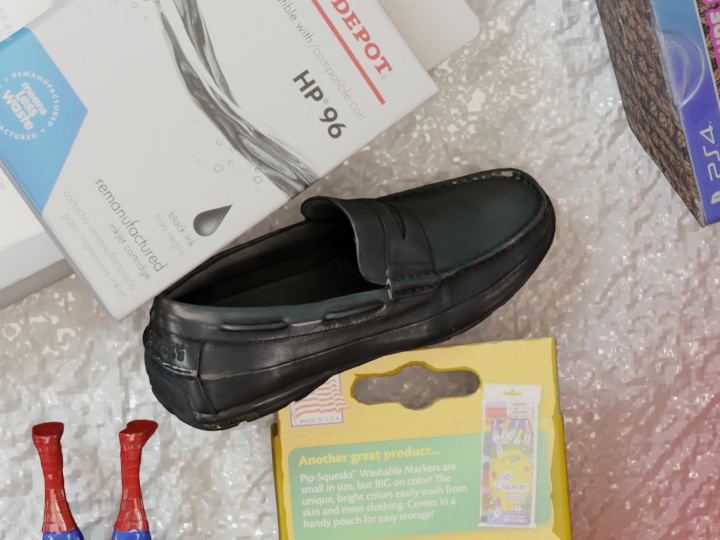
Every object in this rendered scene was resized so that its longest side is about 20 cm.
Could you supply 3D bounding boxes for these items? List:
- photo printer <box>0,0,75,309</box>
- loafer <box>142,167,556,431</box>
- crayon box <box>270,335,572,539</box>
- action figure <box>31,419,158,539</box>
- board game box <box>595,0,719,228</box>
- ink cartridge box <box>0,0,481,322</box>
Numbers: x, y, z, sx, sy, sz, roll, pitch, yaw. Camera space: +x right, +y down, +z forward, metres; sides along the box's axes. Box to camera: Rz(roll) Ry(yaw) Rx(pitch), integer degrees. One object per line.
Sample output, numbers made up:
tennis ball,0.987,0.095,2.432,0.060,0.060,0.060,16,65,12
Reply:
photo printer,-0.200,-0.051,1.102,0.200,0.069,0.166,-27,95,-3
loafer,0.000,0.000,1.092,0.201,0.068,0.070,-25,136,-26
crayon box,0.029,0.131,1.137,0.126,0.052,0.200,-4,94,-4
action figure,-0.107,0.164,1.131,0.065,0.052,0.200,-2,98,1
board game box,0.200,-0.137,1.084,0.200,0.097,0.159,-21,123,-4
ink cartridge box,-0.052,-0.085,1.050,0.200,0.068,0.116,-36,100,-7
